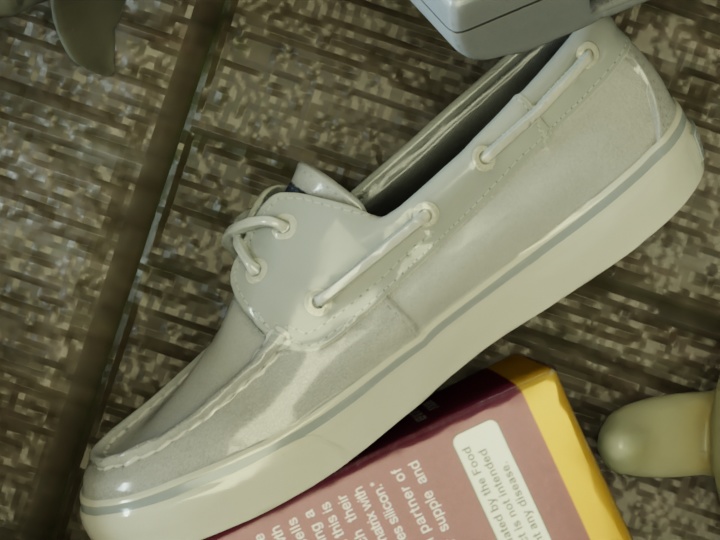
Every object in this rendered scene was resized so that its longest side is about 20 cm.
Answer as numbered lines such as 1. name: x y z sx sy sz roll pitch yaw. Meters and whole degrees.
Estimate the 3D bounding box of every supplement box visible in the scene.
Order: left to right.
1. supplement box: -0.017 0.116 0.776 0.200 0.086 0.110 -25 92 -3

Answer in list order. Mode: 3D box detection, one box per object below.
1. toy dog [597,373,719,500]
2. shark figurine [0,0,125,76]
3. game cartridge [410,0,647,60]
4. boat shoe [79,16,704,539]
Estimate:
1. toy dog: 0.171 0.041 0.729 0.194 0.200 0.140 13 90 -4
2. shark figurine: -0.042 -0.087 0.787 0.214 0.128 0.090 -1 126 -29
3. game cartridge: 0.080 -0.133 0.739 0.200 0.133 0.042 -23 131 -15
4. boat shoe: 0.000 0.000 0.749 0.200 0.072 0.069 -34 107 -2
